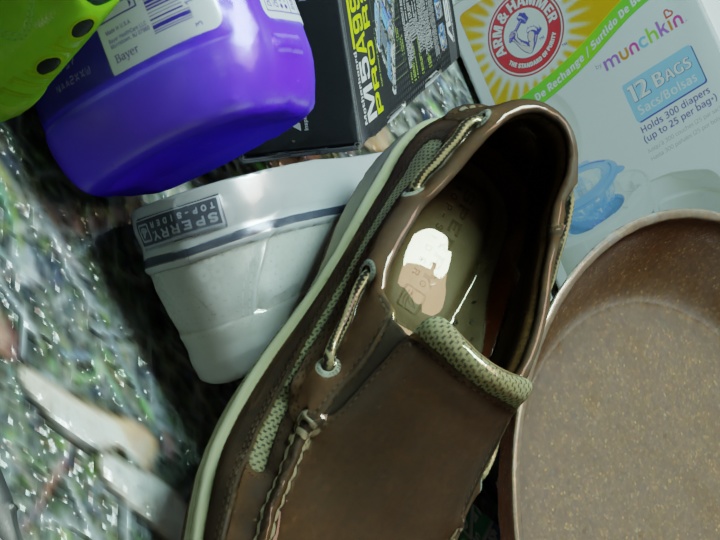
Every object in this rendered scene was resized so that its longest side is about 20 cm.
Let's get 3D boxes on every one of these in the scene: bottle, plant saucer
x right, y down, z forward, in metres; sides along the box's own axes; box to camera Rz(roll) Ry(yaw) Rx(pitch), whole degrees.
[{"bbox_3d":[-0.081,-0.126,0.729,0.065,0.083,0.201,-4,70,-62],"label":"bottle"},{"bbox_3d":[0.109,0.081,0.804,0.200,0.037,0.202,11,74,-41],"label":"plant saucer"}]

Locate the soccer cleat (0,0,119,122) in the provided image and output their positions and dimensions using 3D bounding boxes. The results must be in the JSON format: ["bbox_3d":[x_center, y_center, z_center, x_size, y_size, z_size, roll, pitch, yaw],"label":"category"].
[{"bbox_3d":[-0.122,-0.137,0.680,0.067,0.081,0.201,1,61,-57],"label":"soccer cleat"}]

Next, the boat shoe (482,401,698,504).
[{"bbox_3d":[0.105,0.099,0.873,0.200,0.071,0.063,37,35,-47],"label":"boat shoe"}]

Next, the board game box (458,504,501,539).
[{"bbox_3d":[0.046,0.129,0.776,0.200,0.030,0.096,46,28,-33],"label":"board game box"}]

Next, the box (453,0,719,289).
[{"bbox_3d":[0.134,-0.046,1.027,0.101,0.112,0.201,12,51,-56],"label":"box"}]

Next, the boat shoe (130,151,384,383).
[{"bbox_3d":[0.000,0.000,0.787,0.200,0.071,0.070,-13,87,-64],"label":"boat shoe"}]

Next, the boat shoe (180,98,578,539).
[{"bbox_3d":[0.009,0.034,0.671,0.074,0.075,0.203,30,61,-21],"label":"boat shoe"}]

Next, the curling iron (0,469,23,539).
[{"bbox_3d":[-0.124,-0.022,0.618,0.049,0.025,0.201,-3,65,-59],"label":"curling iron"}]

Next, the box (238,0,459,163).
[{"bbox_3d":[-0.015,-0.152,0.823,0.160,0.044,0.202,-48,131,-69],"label":"box"}]
